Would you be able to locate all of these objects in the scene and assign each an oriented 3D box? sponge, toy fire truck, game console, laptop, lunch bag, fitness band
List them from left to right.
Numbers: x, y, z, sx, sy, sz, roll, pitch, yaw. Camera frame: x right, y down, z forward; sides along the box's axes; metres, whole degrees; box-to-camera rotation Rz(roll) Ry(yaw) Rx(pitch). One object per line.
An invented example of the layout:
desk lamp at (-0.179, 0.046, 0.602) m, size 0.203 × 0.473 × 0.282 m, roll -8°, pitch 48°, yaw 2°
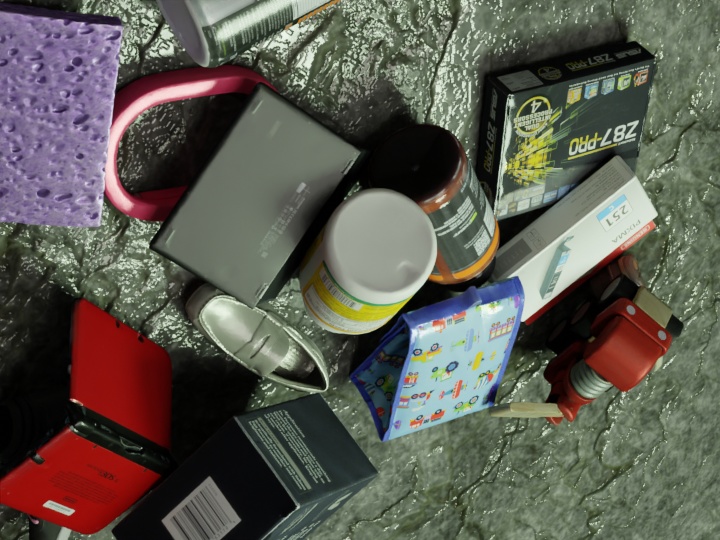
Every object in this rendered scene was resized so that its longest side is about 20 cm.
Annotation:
sponge at (-0.274, -0.133, 1.391) m, size 0.110 × 0.030 × 0.202 m, roll 3°, pitch 120°, yaw -16°
game console at (-0.268, 0.147, 1.540) m, size 0.172 × 0.119 × 0.200 m, roll -38°, pitch 151°, yaw 5°
fitness band at (-0.160, -0.121, 1.501) m, size 0.199 × 0.037 × 0.145 m, roll -13°, pitch 124°, yaw -30°
laptop at (-0.090, -0.071, 1.559) m, size 0.199 × 0.116 × 0.188 m, roll 32°, pitch 97°, yaw -29°
lunch bag at (0.094, 0.084, 1.735) m, size 0.149 × 0.095 × 0.201 m, roll -15°, pitch 152°, yaw -26°
toy fire truck at (0.253, 0.116, 1.830) m, size 0.176 × 0.128 × 0.201 m, roll -44°, pitch -170°, yaw 50°

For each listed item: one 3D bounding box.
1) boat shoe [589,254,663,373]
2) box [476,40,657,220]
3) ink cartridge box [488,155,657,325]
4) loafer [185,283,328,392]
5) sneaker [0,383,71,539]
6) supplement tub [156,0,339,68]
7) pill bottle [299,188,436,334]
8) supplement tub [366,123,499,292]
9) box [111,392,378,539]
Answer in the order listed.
boat shoe at (0.323, 0.058, 1.957) m, size 0.073 × 0.075 × 0.201 m, roll -17°, pitch 134°, yaw 7°
box at (0.222, -0.154, 1.739) m, size 0.199 × 0.049 × 0.162 m, roll -16°, pitch 133°, yaw -26°
ink cartridge box at (0.251, -0.018, 1.821) m, size 0.200 × 0.045 × 0.176 m, roll -38°, pitch 144°, yaw 4°
loafer at (-0.101, 0.072, 1.651) m, size 0.070 × 0.070 × 0.199 m, roll -52°, pitch 135°, yaw 7°
sneaker at (-0.334, 0.203, 1.581) m, size 0.098 × 0.071 × 0.202 m, roll -1°, pitch 114°, yaw -35°
supplement tub at (-0.078, -0.273, 1.388) m, size 0.199 × 0.123 × 0.123 m, roll -31°, pitch 133°, yaw -15°
pill bottle at (0.000, 0.000, 1.588) m, size 0.112 × 0.113 × 0.200 m, roll -25°, pitch 171°, yaw -19°
supplement tub at (0.083, -0.056, 1.660) m, size 0.107 × 0.107 × 0.200 m, roll -39°, pitch 143°, yaw -6°
box at (-0.117, 0.239, 1.643) m, size 0.197 × 0.118 × 0.200 m, roll -43°, pitch 166°, yaw 20°
